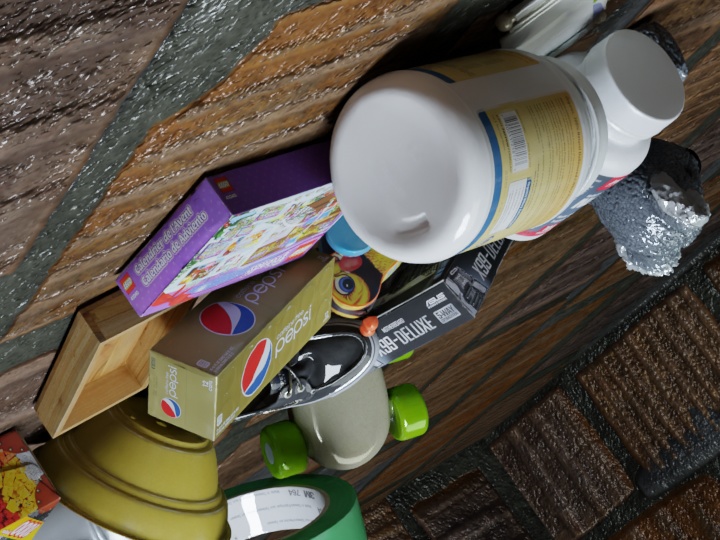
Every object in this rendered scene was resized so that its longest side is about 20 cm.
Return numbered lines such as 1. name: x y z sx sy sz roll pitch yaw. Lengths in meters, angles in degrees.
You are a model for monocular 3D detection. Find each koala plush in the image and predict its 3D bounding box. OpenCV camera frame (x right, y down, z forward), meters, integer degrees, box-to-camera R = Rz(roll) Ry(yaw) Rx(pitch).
1. koala plush: 0.252 -0.094 1.764 0.184 0.200 0.177 -31 168 -19

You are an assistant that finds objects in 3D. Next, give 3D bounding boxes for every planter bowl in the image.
1. planter bowl: -0.195 0.172 1.694 0.084 0.200 0.200 -66 161 11

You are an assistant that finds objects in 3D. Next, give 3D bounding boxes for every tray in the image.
1. tray: -0.203 0.066 1.520 0.098 0.037 0.200 -28 166 -30

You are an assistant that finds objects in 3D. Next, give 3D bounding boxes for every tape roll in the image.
1. tape roll: -0.095 0.255 1.751 0.200 0.048 0.200 -13 -165 4

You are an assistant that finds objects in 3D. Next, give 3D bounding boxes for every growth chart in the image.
1. growth chart: 0.165 -0.208 1.511 0.145 0.018 0.200 -35 169 -4

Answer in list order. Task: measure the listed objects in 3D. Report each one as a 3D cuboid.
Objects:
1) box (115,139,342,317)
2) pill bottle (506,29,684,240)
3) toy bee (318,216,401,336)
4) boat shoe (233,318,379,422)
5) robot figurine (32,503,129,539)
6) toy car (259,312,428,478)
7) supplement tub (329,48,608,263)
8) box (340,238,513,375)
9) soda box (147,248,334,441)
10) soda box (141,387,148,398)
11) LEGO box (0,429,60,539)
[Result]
1. box: -0.080 -0.039 1.435 0.200 0.039 0.137 -21 161 -50
2. pill bottle: 0.183 -0.120 1.613 0.119 0.120 0.200 -24 171 -44
3. toy bee: 0.000 0.000 1.656 0.200 0.109 0.131 -36 170 5
4. boat shoe: -0.080 0.095 1.661 0.199 0.070 0.066 -15 -177 8
5. robot figurine: -0.278 0.250 1.799 0.200 0.113 0.170 -25 -148 6
6. toy car: -0.051 0.108 1.883 0.164 0.158 0.200 -16 -166 -21
7. supplement tub: 0.088 -0.093 1.423 0.200 0.145 0.145 -18 160 -49
8. box: 0.067 0.001 1.743 0.158 0.050 0.200 -29 -161 38
9. soda box: -0.095 0.051 1.514 0.200 0.064 0.068 -47 150 -49
10. soda box: -0.196 0.162 1.857 0.068 0.064 0.200 -27 167 -35
11. LEGO box: -0.369 0.240 1.637 0.149 0.077 0.200 -28 166 -35
